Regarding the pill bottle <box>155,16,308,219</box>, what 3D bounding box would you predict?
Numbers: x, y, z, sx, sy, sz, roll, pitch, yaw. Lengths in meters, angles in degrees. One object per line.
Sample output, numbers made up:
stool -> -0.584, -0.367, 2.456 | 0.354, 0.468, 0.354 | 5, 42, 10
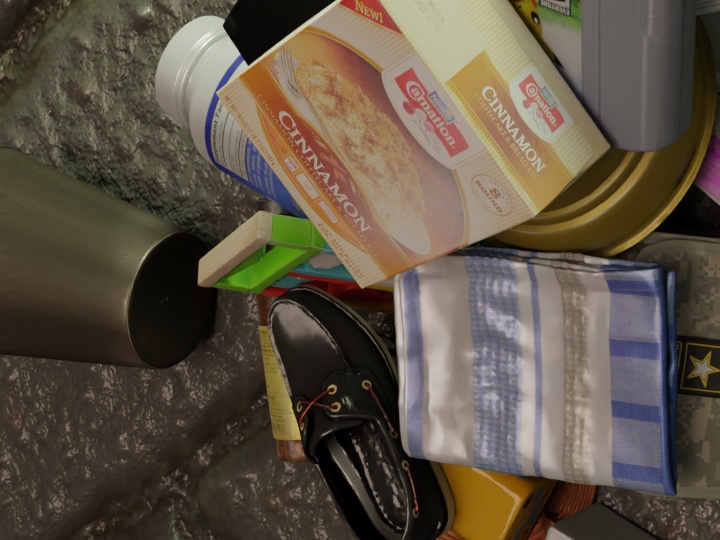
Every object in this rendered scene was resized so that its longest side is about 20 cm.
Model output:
pill bottle -> -0.053, -0.109, 1.270 | 0.199, 0.112, 0.113 | 31, 117, 31

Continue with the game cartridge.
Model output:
game cartridge -> 0.092, -0.143, 0.961 | 0.199, 0.040, 0.134 | 27, 147, 31

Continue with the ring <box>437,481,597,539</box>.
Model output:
ring -> 0.085, 0.126, 1.276 | 0.199, 0.019, 0.202 | 9, 105, 37

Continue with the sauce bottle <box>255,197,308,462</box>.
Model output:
sauce bottle -> -0.047, 0.043, 1.334 | 0.066, 0.066, 0.202 | -2, 99, 38

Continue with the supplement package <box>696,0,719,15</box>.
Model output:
supplement package -> 0.188, -0.235, 0.991 | 0.155, 0.200, 0.111 | -7, 120, 38

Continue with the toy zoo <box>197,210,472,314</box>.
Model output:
toy zoo -> 0.000, 0.000, 1.219 | 0.131, 0.198, 0.021 | 149, 127, -62

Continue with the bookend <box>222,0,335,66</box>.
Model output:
bookend -> 0.044, -0.207, 1.152 | 0.092, 0.199, 0.199 | 56, 138, 15

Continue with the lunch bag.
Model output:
lunch bag -> 0.176, 0.050, 1.126 | 0.199, 0.117, 0.166 | 9, 98, 32

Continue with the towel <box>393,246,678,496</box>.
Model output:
towel -> 0.105, 0.059, 1.088 | 0.199, 0.024, 0.148 | 5, 103, 35

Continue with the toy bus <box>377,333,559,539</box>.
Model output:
toy bus -> 0.044, 0.117, 1.238 | 0.199, 0.078, 0.065 | 34, 112, 23

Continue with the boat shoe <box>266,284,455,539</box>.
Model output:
boat shoe -> -0.008, 0.099, 1.186 | 0.074, 0.063, 0.202 | -37, 75, 30

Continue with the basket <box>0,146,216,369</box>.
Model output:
basket -> -0.229, 0.003, 1.433 | 0.199, 0.136, 0.182 | 13, 108, 32

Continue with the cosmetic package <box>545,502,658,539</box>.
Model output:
cosmetic package -> 0.207, 0.253, 1.170 | 0.199, 0.074, 0.102 | 28, 115, 30

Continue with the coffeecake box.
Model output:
coffeecake box -> 0.024, -0.088, 1.004 | 0.154, 0.073, 0.200 | 53, 150, -8

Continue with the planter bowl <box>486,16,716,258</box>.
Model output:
planter bowl -> 0.109, -0.107, 1.066 | 0.199, 0.083, 0.202 | -6, 80, 36

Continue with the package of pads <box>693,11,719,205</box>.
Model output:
package of pads -> 0.275, -0.095, 1.049 | 0.200, 0.068, 0.155 | 42, 122, 24
